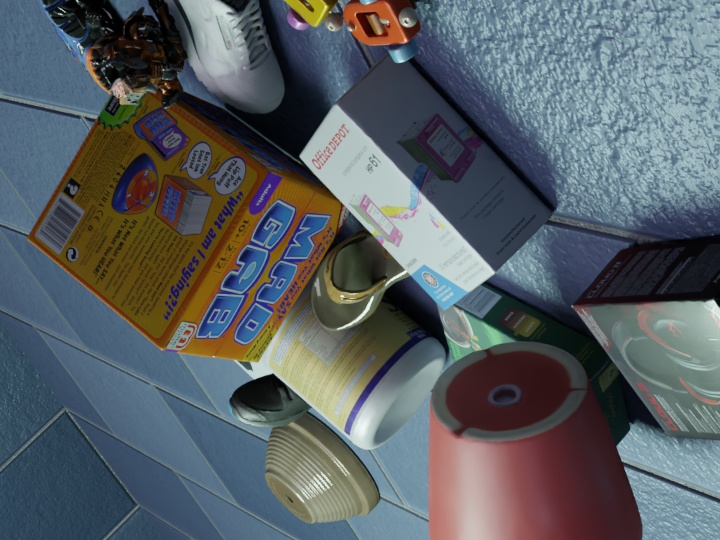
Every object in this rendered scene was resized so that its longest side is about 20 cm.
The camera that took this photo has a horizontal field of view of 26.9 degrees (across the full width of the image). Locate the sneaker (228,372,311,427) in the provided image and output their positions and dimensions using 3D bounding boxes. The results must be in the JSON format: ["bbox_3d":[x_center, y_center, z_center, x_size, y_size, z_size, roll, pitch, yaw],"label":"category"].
[{"bbox_3d":[-0.061,0.122,1.766,0.073,0.198,0.082,-116,15,-45],"label":"sneaker"}]

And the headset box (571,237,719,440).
[{"bbox_3d":[0.269,0.056,1.170,0.149,0.075,0.200,52,158,-15],"label":"headset box"}]

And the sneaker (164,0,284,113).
[{"bbox_3d":[-0.122,-0.230,1.404,0.080,0.077,0.201,4,136,46],"label":"sneaker"}]

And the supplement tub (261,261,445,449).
[{"bbox_3d":[-0.021,0.082,1.654,0.200,0.145,0.146,39,157,17],"label":"supplement tub"}]

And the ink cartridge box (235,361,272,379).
[{"bbox_3d":[-0.130,0.066,1.909,0.200,0.083,0.146,41,158,13],"label":"ink cartridge box"}]

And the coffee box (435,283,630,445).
[{"bbox_3d":[0.165,0.089,1.458,0.199,0.044,0.124,29,152,36],"label":"coffee box"}]

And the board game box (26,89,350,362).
[{"bbox_3d":[-0.167,-0.050,1.520,0.199,0.201,0.200,36,-172,24],"label":"board game box"}]

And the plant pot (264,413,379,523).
[{"bbox_3d":[-0.074,0.303,2.209,0.200,0.093,0.201,37,156,20],"label":"plant pot"}]

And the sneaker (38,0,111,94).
[{"bbox_3d":[-0.317,-0.282,1.666,0.078,0.075,0.201,29,151,44],"label":"sneaker"}]

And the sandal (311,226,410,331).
[{"bbox_3d":[0.000,0.000,1.511,0.200,0.054,0.081,-36,75,49],"label":"sandal"}]

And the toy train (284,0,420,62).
[{"bbox_3d":[-0.025,-0.259,1.201,0.150,0.056,0.201,1,131,53],"label":"toy train"}]

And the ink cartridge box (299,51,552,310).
[{"bbox_3d":[0.052,-0.077,1.325,0.200,0.085,0.145,47,159,1],"label":"ink cartridge box"}]

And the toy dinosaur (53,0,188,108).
[{"bbox_3d":[-0.210,-0.221,1.431,0.136,0.102,0.200,54,-176,-13],"label":"toy dinosaur"}]

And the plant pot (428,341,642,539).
[{"bbox_3d":[0.145,0.176,1.357,0.200,0.200,0.179,23,138,44],"label":"plant pot"}]
